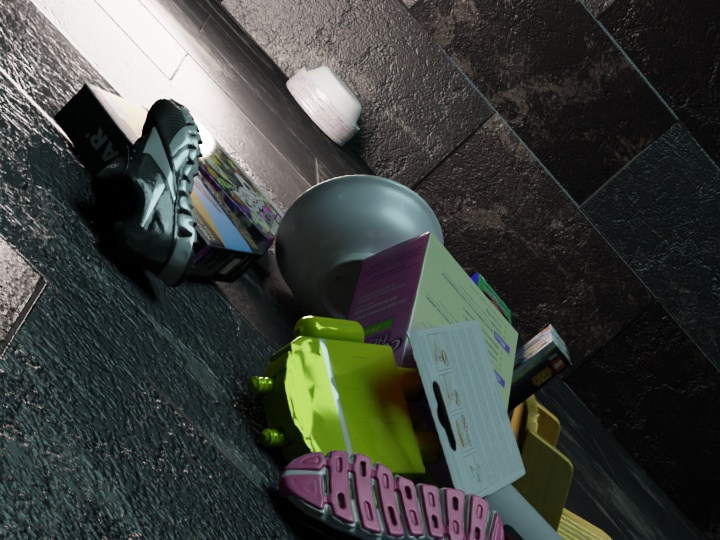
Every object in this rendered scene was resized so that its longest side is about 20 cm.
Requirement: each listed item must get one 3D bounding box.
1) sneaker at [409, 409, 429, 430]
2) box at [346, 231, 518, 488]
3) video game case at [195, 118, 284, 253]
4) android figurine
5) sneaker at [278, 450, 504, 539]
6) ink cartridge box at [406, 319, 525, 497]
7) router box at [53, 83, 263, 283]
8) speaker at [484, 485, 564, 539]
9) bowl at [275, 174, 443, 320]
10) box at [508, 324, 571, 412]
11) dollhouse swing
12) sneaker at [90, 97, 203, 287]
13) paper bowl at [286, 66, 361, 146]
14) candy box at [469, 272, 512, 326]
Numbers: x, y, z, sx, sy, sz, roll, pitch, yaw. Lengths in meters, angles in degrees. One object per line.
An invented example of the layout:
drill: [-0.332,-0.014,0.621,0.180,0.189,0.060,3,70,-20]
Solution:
sneaker: [-0.011,0.126,1.212,0.200,0.076,0.076,38,15,-47]
box: [0.070,0.098,1.365,0.176,0.096,0.201,47,38,-29]
video game case: [-0.168,-0.105,1.554,0.181,0.036,0.200,47,9,-8]
android figurine: [-0.012,0.123,1.122,0.199,0.041,0.184,6,60,-44]
sneaker: [0.015,0.206,1.035,0.198,0.088,0.074,19,40,-26]
ink cartridge box: [0.085,0.133,1.204,0.200,0.050,0.164,-3,75,-65]
router box: [-0.193,-0.080,1.266,0.200,0.051,0.149,51,10,12]
speaker: [0.174,0.298,1.375,0.200,0.081,0.081,47,9,-14]
bowl: [0.000,0.000,1.481,0.201,0.200,0.091,44,23,-27]
box: [0.163,0.148,1.568,0.040,0.199,0.137,51,9,0]
dollhouse swing: [0.265,0.270,1.629,0.174,0.184,0.200,15,8,3]
sneaker: [-0.188,-0.083,1.131,0.090,0.066,0.202,19,47,-29]
paper bowl: [-0.075,-0.400,3.083,0.201,0.104,0.201,49,8,-9]
candy box: [0.104,0.089,1.635,0.077,0.169,0.200,51,9,-3]
